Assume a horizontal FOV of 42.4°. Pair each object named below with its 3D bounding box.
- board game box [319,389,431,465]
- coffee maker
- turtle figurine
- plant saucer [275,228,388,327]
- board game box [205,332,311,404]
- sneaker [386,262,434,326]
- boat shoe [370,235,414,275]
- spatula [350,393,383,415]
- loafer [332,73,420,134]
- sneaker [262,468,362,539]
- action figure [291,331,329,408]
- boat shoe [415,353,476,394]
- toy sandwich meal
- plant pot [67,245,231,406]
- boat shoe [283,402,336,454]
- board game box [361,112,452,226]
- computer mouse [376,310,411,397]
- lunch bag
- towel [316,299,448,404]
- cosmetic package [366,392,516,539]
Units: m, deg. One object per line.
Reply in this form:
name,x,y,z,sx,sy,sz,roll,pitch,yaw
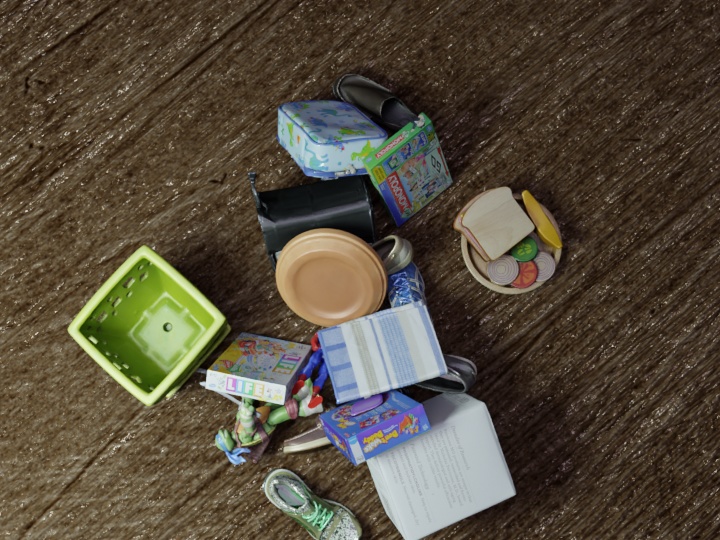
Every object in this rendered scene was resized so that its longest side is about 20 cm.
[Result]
board game box,0.020,0.249,1.515,0.134,0.200,0.045,-22,97,-12
coffee maker,-0.078,-0.099,1.633,0.199,0.192,0.136,-14,65,-2
turtle figurine,-0.176,0.219,1.610,0.193,0.144,0.201,-19,74,-11
plant saucer,-0.053,0.022,1.609,0.199,0.038,0.201,5,123,8
board game box,-0.170,0.164,1.590,0.133,0.200,0.034,11,106,6
sneaker,0.088,0.050,1.664,0.075,0.077,0.201,-22,80,0
boat shoe,0.000,0.000,1.652,0.199,0.065,0.073,-32,59,19
spatula,0.007,0.193,1.596,0.056,0.200,0.021,-20,114,6
loafer,0.039,-0.311,1.720,0.199,0.071,0.073,29,83,5
sneaker,-0.087,0.420,1.608,0.199,0.089,0.077,31,83,5
action figure,-0.065,0.154,1.611,0.065,0.200,0.052,37,120,-10
boat shoe,0.102,0.169,1.604,0.199,0.057,0.067,9,120,18
toy sandwich meal,0.272,-0.058,1.678,0.203,0.070,0.207,0,82,2
plant pot,-0.351,0.101,1.616,0.199,0.182,0.200,41,85,7
boat shoe,-0.047,0.269,1.643,0.199,0.072,0.072,-19,74,-5
board game box,0.087,-0.174,1.638,0.134,0.200,0.029,-39,59,-4
computer mouse,0.041,0.149,1.677,0.058,0.034,0.201,-23,89,13
lunch bag,-0.049,-0.235,1.644,0.160,0.200,0.083,-10,124,-25
towel,0.037,0.137,1.570,0.199,0.024,0.148,-15,60,-6
cosmetic package,0.122,0.320,1.552,0.199,0.167,0.167,-22,95,-10
